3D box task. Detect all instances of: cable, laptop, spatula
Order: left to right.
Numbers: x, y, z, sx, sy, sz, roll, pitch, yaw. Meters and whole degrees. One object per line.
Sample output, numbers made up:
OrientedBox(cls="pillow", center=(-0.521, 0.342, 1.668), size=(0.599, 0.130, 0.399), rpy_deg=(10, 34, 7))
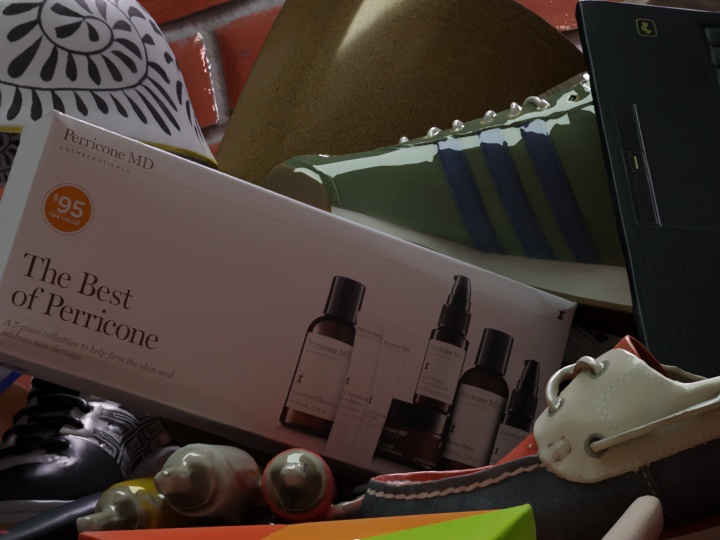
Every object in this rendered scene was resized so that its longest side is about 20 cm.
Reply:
OrientedBox(cls="spatula", center=(-0.133, 0.104, 0.617), size=(0.056, 0.021, 0.200), rpy_deg=(-13, 8, 41))
OrientedBox(cls="cable", center=(-0.027, 0.077, 0.662), size=(0.097, 0.050, 0.200), rpy_deg=(-11, -1, 7))
OrientedBox(cls="laptop", center=(0.192, -0.043, 0.625), size=(0.200, 0.177, 0.103), rpy_deg=(4, -34, -14))

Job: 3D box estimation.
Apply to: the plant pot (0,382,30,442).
OrientedBox(cls="plant pot", center=(-0.260, 0.106, 0.992), size=(0.200, 0.028, 0.200), rpy_deg=(-12, -26, -6))

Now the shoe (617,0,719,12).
OrientedBox(cls="shoe", center=(0.135, -0.071, 0.848), size=(0.070, 0.053, 0.200), rpy_deg=(14, -31, -1))

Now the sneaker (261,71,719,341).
OrientedBox(cls="sneaker", center=(0.066, -0.032, 0.711), size=(0.200, 0.090, 0.067), rpy_deg=(14, -12, 16))

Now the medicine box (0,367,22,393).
OrientedBox(cls="medicine box", center=(-0.224, 0.050, 0.737), size=(0.182, 0.103, 0.200), rpy_deg=(-43, 7, -13))

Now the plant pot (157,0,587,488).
OrientedBox(cls="plant pot", center=(0.000, 0.000, 0.823), size=(0.186, 0.186, 0.200), rpy_deg=(-12, 40, 50))

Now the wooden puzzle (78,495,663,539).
OrientedBox(cls="wooden puzzle", center=(-0.037, 0.082, 0.436), size=(0.200, 0.037, 0.185), rpy_deg=(-11, -1, 16))

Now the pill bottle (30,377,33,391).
OrientedBox(cls="pill bottle", center=(-0.132, 0.074, 1.215), size=(0.114, 0.114, 0.200), rpy_deg=(-11, -1, 6))

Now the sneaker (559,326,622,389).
OrientedBox(cls="sneaker", center=(0.115, 0.053, 0.864), size=(0.200, 0.076, 0.088), rpy_deg=(-13, 16, 44))

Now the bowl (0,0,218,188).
OrientedBox(cls="bowl", center=(-0.157, -0.090, 0.777), size=(0.201, 0.094, 0.201), rpy_deg=(2, -3, 0))

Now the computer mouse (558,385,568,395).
OrientedBox(cls="computer mouse", center=(0.065, 0.076, 0.787), size=(0.059, 0.034, 0.200), rpy_deg=(-30, 4, -32))

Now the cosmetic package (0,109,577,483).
OrientedBox(cls="cosmetic package", center=(-0.029, 0.019, 0.646), size=(0.200, 0.083, 0.051), rpy_deg=(19, -13, -20))

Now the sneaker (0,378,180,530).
OrientedBox(cls="sneaker", center=(-0.128, 0.072, 0.809), size=(0.076, 0.088, 0.200), rpy_deg=(-9, 1, 15))

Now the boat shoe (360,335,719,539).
OrientedBox(cls="boat shoe", center=(0.089, 0.048, 0.533), size=(0.200, 0.063, 0.071), rpy_deg=(-12, 0, 22))
